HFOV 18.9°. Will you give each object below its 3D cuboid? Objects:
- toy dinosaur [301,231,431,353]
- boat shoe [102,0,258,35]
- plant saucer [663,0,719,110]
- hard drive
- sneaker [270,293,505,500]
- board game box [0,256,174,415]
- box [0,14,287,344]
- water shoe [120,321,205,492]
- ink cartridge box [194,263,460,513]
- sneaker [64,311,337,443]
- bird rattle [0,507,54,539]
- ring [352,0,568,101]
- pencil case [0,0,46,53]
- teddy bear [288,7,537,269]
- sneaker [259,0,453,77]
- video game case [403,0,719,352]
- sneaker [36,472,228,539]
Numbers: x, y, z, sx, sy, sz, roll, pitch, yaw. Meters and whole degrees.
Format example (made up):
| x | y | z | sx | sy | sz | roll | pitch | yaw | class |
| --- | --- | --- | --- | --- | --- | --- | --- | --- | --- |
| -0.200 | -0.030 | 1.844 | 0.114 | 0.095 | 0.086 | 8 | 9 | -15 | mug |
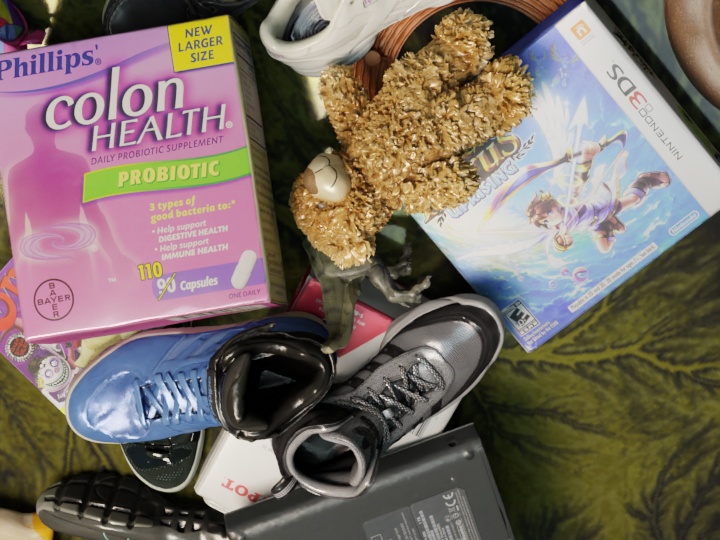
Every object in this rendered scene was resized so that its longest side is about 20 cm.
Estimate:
| x | y | z | sx | sy | sz | roll | pitch | yaw | class |
| --- | --- | --- | --- | --- | --- | --- | --- | --- | --- |
| 0.000 | 0.000 | 1.554 | 0.087 | 0.201 | 0.048 | 6 | 129 | -15 | toy dinosaur |
| -0.104 | -0.213 | 1.539 | 0.199 | 0.065 | 0.072 | -27 | 107 | 15 | boat shoe |
| 0.314 | -0.188 | 1.524 | 0.198 | 0.037 | 0.202 | 1 | 110 | 4 | plant saucer |
| 0.013 | 0.208 | 1.607 | 0.198 | 0.033 | 0.140 | -20 | 118 | 0 | hard drive |
| 0.019 | 0.098 | 1.522 | 0.199 | 0.114 | 0.076 | -35 | 103 | 14 | sneaker |
| -0.180 | -0.001 | 1.573 | 0.120 | 0.032 | 0.200 | 42 | 91 | 9 | board game box |
| -0.154 | -0.061 | 1.511 | 0.174 | 0.097 | 0.202 | -8 | 86 | 5 | box |
| -0.160 | 0.084 | 1.641 | 0.071 | 0.079 | 0.202 | 1 | 109 | 6 | water shoe |
| -0.016 | 0.106 | 1.633 | 0.144 | 0.083 | 0.201 | 27 | 109 | -5 | ink cartridge box |
| -0.111 | 0.081 | 1.506 | 0.198 | 0.111 | 0.078 | -12 | 99 | -3 | sneaker |
| -0.319 | 0.251 | 1.710 | 0.161 | 0.113 | 0.202 | 1 | 113 | -13 | bird rattle |
| 0.086 | -0.130 | 1.575 | 0.198 | 0.019 | 0.202 | 2 | 109 | 4 | ring |
| -0.326 | -0.132 | 1.581 | 0.200 | 0.088 | 0.088 | -41 | 101 | 18 | pencil case |
| 0.029 | -0.095 | 1.498 | 0.199 | 0.067 | 0.146 | -25 | 75 | 12 | teddy bear |
| 0.014 | -0.206 | 1.509 | 0.200 | 0.099 | 0.075 | -40 | 74 | 16 | sneaker |
| 0.141 | -0.069 | 1.558 | 0.200 | 0.045 | 0.182 | -38 | 101 | 17 | video game case |
| -0.159 | 0.216 | 1.690 | 0.198 | 0.076 | 0.080 | 13 | 115 | 0 | sneaker |
